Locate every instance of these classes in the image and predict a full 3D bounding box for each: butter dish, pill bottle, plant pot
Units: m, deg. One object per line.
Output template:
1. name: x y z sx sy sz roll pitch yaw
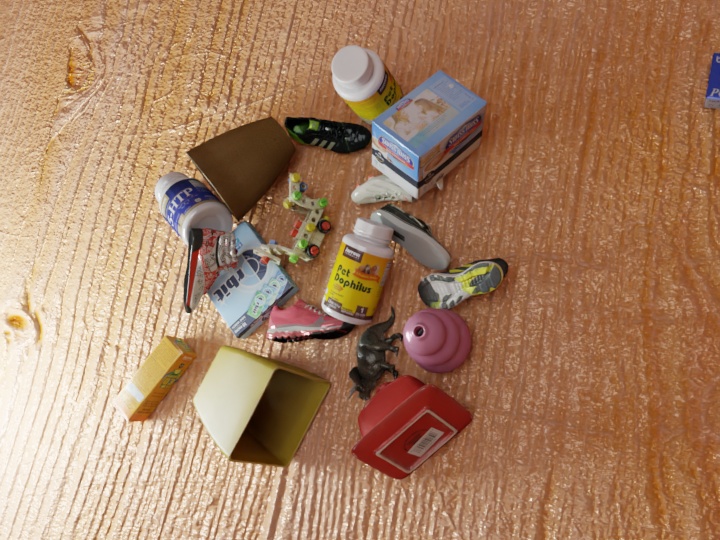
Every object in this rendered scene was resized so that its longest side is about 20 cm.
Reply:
1. butter dish: 0.077 0.273 1.452 0.200 0.199 0.148 -42 45 6
2. pill bottle: 0.000 0.000 1.538 0.109 0.109 0.201 22 100 23
3. plant pot: -0.216 0.260 1.549 0.176 0.200 0.201 27 89 35
4. pill bottle: 0.012 -0.383 1.577 0.108 0.200 0.110 -4 78 20
5. pill bottle: -0.380 -0.139 1.710 0.120 0.120 0.200 -52 49 3
6. plant pot: -0.247 -0.241 1.681 0.200 0.187 0.187 -37 68 -7

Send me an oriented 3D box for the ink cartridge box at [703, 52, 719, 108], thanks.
1. ink cartridge box: 0.739 -0.338 1.388 0.199 0.044 0.095 10 81 22

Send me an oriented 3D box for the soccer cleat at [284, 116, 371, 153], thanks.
1. soccer cleat: -0.075 -0.299 1.664 0.199 0.081 0.068 10 82 22

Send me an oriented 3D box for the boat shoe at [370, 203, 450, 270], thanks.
1. boat shoe: 0.112 -0.076 1.551 0.200 0.071 0.064 37 56 25

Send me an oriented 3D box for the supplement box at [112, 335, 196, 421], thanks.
1. supplement box: -0.457 0.241 1.702 0.069 0.066 0.200 39 94 23

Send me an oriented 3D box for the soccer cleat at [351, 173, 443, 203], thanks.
1. soccer cleat: 0.076 -0.171 1.591 0.199 0.069 0.078 -19 76 13

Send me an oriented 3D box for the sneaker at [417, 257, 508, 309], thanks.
1. sneaker: 0.205 0.026 1.501 0.199 0.084 0.075 -15 94 38

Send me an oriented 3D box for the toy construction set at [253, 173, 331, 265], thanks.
1. toy construction set: -0.138 -0.093 1.622 0.131 0.092 0.201 31 81 -18

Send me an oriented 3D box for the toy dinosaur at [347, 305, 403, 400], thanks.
1. toy dinosaur: 0.028 0.165 1.532 0.102 0.077 0.202 7 84 15

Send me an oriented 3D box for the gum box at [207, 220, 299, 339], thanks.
1. gum box: -0.256 0.020 1.685 0.170 0.045 0.200 -42 67 8

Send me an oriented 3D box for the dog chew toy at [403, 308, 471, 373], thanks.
1. dog chew toy: 0.136 0.127 1.431 0.124 0.200 0.126 -4 78 20

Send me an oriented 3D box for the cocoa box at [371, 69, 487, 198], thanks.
1. cocoa box: 0.134 -0.272 1.514 0.200 0.132 0.133 -40 66 -21

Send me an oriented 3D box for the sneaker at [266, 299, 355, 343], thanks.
1. sneaker: -0.108 0.100 1.598 0.199 0.074 0.087 -6 75 19

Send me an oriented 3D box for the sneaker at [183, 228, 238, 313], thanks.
1. sneaker: -0.321 0.005 1.650 0.067 0.107 0.203 -124 41 -56
